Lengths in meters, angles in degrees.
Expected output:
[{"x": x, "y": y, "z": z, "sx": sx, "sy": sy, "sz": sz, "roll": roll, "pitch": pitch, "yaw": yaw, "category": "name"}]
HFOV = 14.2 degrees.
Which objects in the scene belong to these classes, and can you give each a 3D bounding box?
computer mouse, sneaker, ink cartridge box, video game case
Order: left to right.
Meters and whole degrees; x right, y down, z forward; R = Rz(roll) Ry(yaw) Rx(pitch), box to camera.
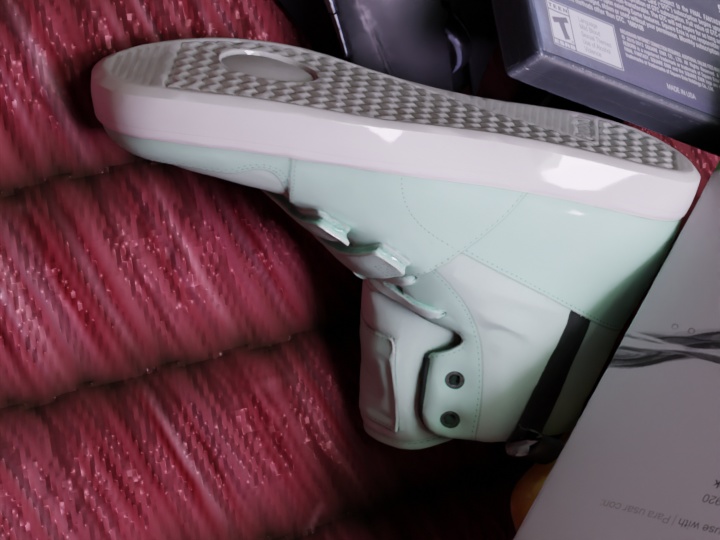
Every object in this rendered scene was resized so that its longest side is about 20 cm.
[{"x": 0.000, "y": 0.000, "z": 0.900, "sx": 0.200, "sy": 0.074, "sz": 0.118, "roll": 12, "pitch": 109, "yaw": -23, "category": "sneaker"}, {"x": 0.034, "y": -0.104, "z": 0.954, "sx": 0.140, "sy": 0.046, "sz": 0.200, "roll": -44, "pitch": 118, "yaw": -34, "category": "computer mouse"}, {"x": 0.084, "y": -0.137, "z": 0.978, "sx": 0.143, "sy": 0.019, "sz": 0.200, "roll": 16, "pitch": 54, "yaw": -43, "category": "video game case"}, {"x": 0.144, "y": 0.059, "z": 0.924, "sx": 0.200, "sy": 0.084, "sz": 0.146, "roll": -58, "pitch": 139, "yaw": -25, "category": "ink cartridge box"}]

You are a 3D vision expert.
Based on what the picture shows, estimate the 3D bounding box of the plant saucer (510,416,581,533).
[{"x": 0.124, "y": 0.099, "z": 1.015, "sx": 0.200, "sy": 0.048, "sz": 0.200, "roll": -41, "pitch": 127, "yaw": -38, "category": "plant saucer"}]
